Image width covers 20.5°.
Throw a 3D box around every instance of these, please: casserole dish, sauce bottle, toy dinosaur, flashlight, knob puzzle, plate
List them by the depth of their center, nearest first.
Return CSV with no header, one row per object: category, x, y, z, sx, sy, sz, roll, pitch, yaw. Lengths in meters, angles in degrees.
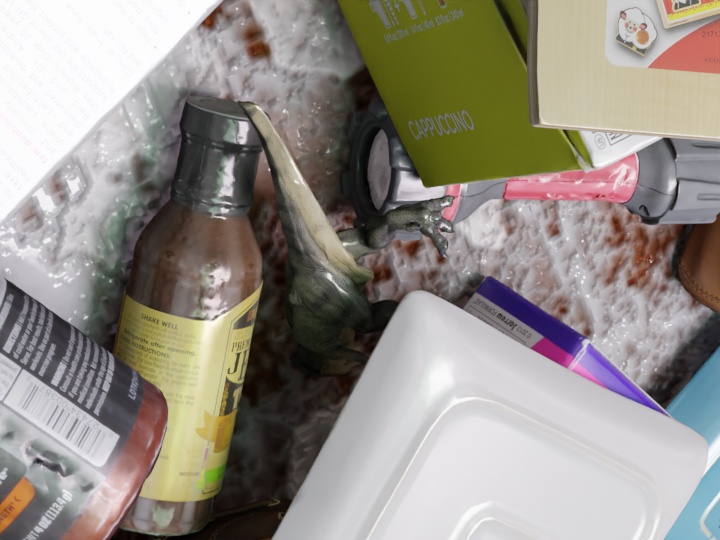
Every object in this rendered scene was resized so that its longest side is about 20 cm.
knob puzzle,0.143,-0.147,0.730,0.218,0.030,0.222,0,90,-17
toy dinosaur,0.000,0.000,0.910,0.087,0.048,0.201,3,142,11
plate,0.055,0.135,0.917,0.199,0.032,0.201,27,94,-31
sauce bottle,-0.080,0.022,0.923,0.064,0.065,0.202,4,107,-28
flashlight,0.092,-0.047,0.982,0.198,0.068,0.068,1,74,-23
casserole dish,0.213,0.102,1.106,0.200,0.039,0.121,-49,134,-2

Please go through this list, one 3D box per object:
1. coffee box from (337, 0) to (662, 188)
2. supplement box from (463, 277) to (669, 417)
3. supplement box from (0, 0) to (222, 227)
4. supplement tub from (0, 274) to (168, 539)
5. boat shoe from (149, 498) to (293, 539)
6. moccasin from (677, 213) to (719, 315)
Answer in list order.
coffee box,0.096,-0.165,0.837,0.197,0.200,0.201,-27,98,-16
supplement box,0.056,0.123,0.999,0.103,0.101,0.200,40,88,-31
supplement box,-0.133,-0.123,0.822,0.200,0.101,0.103,-47,122,-5
supplement tub,-0.187,0.042,0.840,0.199,0.107,0.107,37,89,-18
boat shoe,-0.105,0.171,0.958,0.198,0.070,0.071,-22,111,4
moccasin,0.228,-0.069,1.042,0.073,0.078,0.203,19,98,-31
